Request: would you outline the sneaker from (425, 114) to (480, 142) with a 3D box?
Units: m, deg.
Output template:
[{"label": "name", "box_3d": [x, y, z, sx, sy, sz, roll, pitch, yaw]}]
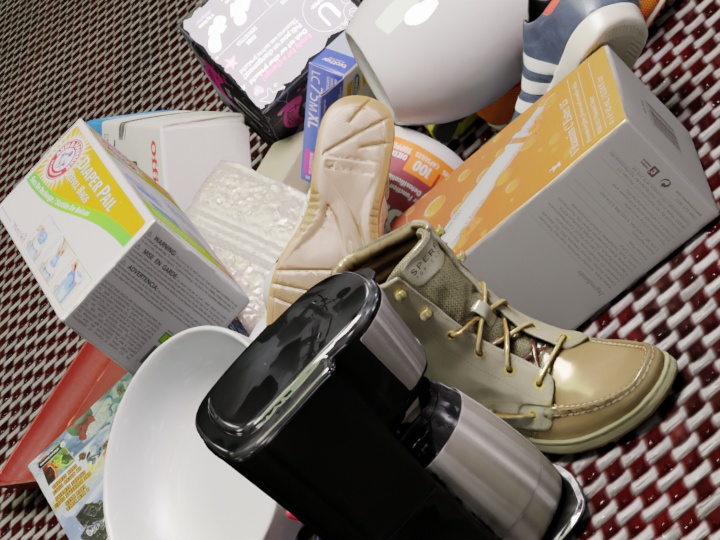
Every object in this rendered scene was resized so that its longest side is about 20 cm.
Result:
[{"label": "sneaker", "box_3d": [0.098, -0.203, 1.868, 0.200, 0.085, 0.074, -51, -22, -8]}]

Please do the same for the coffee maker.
[{"label": "coffee maker", "box_3d": [0.005, 0.131, 1.347, 0.135, 0.200, 0.192, -14, 39, 55]}]

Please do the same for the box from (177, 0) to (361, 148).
[{"label": "box", "box_3d": [-0.060, -0.185, 1.995, 0.132, 0.115, 0.200, -44, -14, -4]}]

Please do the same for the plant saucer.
[{"label": "plant saucer", "box_3d": [-0.213, 0.111, 1.998, 0.199, 0.037, 0.200, -13, 40, 54]}]

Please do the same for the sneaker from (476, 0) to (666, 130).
[{"label": "sneaker", "box_3d": [0.158, -0.184, 1.770, 0.200, 0.077, 0.073, -37, 22, 19]}]

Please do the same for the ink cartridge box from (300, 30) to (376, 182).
[{"label": "ink cartridge box", "box_3d": [0.003, -0.149, 1.890, 0.200, 0.042, 0.120, -49, -27, -44]}]

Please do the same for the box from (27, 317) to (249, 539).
[{"label": "box", "box_3d": [-0.145, 0.137, 1.737, 0.200, 0.040, 0.137, -42, 56, 11]}]

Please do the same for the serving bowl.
[{"label": "serving bowl", "box_3d": [-0.098, 0.143, 1.631, 0.200, 0.066, 0.201, -15, 68, 44]}]

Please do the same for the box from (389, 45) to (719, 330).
[{"label": "box", "box_3d": [0.126, -0.034, 1.544, 0.200, 0.097, 0.125, -40, 23, 17]}]

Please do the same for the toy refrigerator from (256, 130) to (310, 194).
[{"label": "toy refrigerator", "box_3d": [-0.075, -0.016, 1.911, 0.070, 0.076, 0.200, -18, 36, 50]}]

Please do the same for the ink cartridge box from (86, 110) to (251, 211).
[{"label": "ink cartridge box", "box_3d": [-0.170, -0.066, 2.059, 0.084, 0.147, 0.200, -8, 7, -24]}]

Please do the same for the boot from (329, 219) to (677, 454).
[{"label": "boot", "box_3d": [0.084, 0.037, 1.416, 0.200, 0.155, 0.072, -8, 39, 49]}]

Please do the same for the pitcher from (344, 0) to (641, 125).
[{"label": "pitcher", "box_3d": [0.084, -0.204, 1.724, 0.200, 0.121, 0.172, -30, 38, -4]}]

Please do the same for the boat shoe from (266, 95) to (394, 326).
[{"label": "boat shoe", "box_3d": [-0.013, -0.018, 1.604, 0.069, 0.071, 0.201, 61, -136, -77]}]

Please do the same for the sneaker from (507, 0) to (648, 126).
[{"label": "sneaker", "box_3d": [0.140, -0.145, 1.641, 0.085, 0.075, 0.200, 64, 148, 25]}]

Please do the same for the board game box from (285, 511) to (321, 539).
[{"label": "board game box", "box_3d": [-0.022, 0.113, 1.525, 0.158, 0.039, 0.200, 101, -173, -46]}]

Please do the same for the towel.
[{"label": "towel", "box_3d": [-0.074, -0.003, 1.806, 0.200, 0.035, 0.133, 25, 67, 30]}]

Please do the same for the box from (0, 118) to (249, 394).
[{"label": "box", "box_3d": [-0.184, -0.013, 1.748, 0.101, 0.112, 0.200, -46, 34, 4]}]

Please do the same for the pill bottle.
[{"label": "pill bottle", "box_3d": [0.000, 0.000, 1.696, 0.113, 0.113, 0.200, -12, 41, 55]}]
